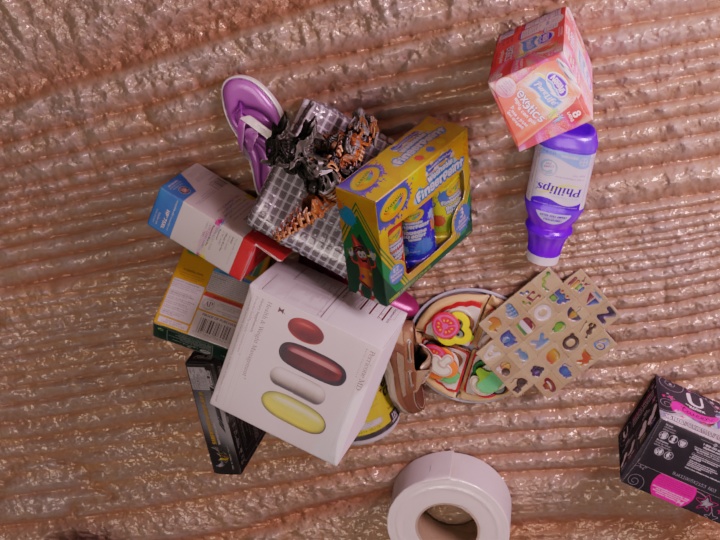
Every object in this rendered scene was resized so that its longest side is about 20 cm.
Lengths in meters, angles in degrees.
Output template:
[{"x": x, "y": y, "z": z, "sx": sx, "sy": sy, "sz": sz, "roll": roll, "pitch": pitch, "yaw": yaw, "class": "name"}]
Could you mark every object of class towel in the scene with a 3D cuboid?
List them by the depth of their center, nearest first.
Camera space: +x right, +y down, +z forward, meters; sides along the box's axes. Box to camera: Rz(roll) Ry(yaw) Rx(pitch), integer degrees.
[{"x": -0.044, "y": -0.115, "z": 1.593, "sx": 0.164, "sy": 0.086, "sz": 0.202, "roll": 27, "pitch": 90, "yaw": -6, "class": "towel"}]

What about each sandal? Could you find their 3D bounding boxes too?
[{"x": -0.137, "y": -0.176, "z": 1.642, "sx": 0.081, "sy": 0.050, "sz": 0.205, "roll": -13, "pitch": 116, "yaw": 17, "class": "sandal"}]

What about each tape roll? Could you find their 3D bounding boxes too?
[{"x": 0.143, "y": 0.392, "z": 1.890, "sx": 0.199, "sy": 0.071, "sz": 0.205, "roll": 5, "pitch": 119, "yaw": 9, "class": "tape roll"}]

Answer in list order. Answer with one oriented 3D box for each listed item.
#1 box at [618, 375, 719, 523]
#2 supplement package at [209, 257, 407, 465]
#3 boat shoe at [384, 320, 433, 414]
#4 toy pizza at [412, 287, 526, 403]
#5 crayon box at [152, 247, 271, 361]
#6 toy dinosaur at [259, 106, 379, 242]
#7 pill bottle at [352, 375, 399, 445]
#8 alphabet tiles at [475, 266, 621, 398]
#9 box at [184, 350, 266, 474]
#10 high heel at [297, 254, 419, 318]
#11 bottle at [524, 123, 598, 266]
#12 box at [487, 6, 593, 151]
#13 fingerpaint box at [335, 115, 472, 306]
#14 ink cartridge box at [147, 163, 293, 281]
[{"x": 0.496, "y": 0.266, "z": 1.728, "sx": 0.197, "sy": 0.115, "sz": 0.133, "roll": 23, "pitch": 119, "yaw": -4, "class": "box"}, {"x": -0.070, "y": 0.122, "z": 1.621, "sx": 0.198, "sy": 0.147, "sz": 0.194, "roll": 24, "pitch": 112, "yaw": 8, "class": "supplement package"}, {"x": 0.072, "y": 0.144, "z": 1.736, "sx": 0.071, "sy": 0.077, "sz": 0.201, "roll": -8, "pitch": 139, "yaw": 14, "class": "boat shoe"}, {"x": 0.166, "y": 0.119, "z": 1.757, "sx": 0.197, "sy": 0.032, "sz": 0.203, "roll": 5, "pitch": 119, "yaw": 8, "class": "toy pizza"}, {"x": -0.207, "y": 0.020, "z": 1.707, "sx": 0.124, "sy": 0.202, "sz": 0.052, "roll": 19, "pitch": 152, "yaw": 0, "class": "crayon box"}, {"x": -0.049, "y": -0.128, "z": 1.502, "sx": 0.101, "sy": 0.202, "sz": 0.136, "roll": -14, "pitch": 135, "yaw": 42, "class": "toy dinosaur"}, {"x": -0.015, "y": 0.151, "z": 1.763, "sx": 0.110, "sy": 0.112, "sz": 0.202, "roll": -9, "pitch": 117, "yaw": 15, "class": "pill bottle"}, {"x": 0.273, "y": 0.093, "z": 1.715, "sx": 0.199, "sy": 0.006, "sz": 0.166, "roll": -40, "pitch": 108, "yaw": 16, "class": "alphabet tiles"}, {"x": -0.192, "y": 0.181, "z": 1.785, "sx": 0.048, "sy": 0.159, "sz": 0.203, "roll": 0, "pitch": 120, "yaw": 19, "class": "box"}, {"x": 0.000, "y": 0.000, "z": 1.700, "sx": 0.197, "sy": 0.068, "sz": 0.097, "roll": 20, "pitch": 131, "yaw": 3, "class": "high heel"}, {"x": 0.265, "y": -0.104, "z": 1.596, "sx": 0.082, "sy": 0.066, "sz": 0.203, "roll": 12, "pitch": 120, "yaw": 6, "class": "bottle"}, {"x": 0.226, "y": -0.240, "z": 1.451, "sx": 0.101, "sy": 0.201, "sz": 0.095, "roll": -22, "pitch": 111, "yaw": 20, "class": "box"}, {"x": 0.064, "y": -0.080, "z": 1.554, "sx": 0.073, "sy": 0.199, "sz": 0.169, "roll": 22, "pitch": 135, "yaw": 34, "class": "fingerpaint box"}, {"x": -0.184, "y": -0.060, "z": 1.658, "sx": 0.198, "sy": 0.116, "sz": 0.068, "roll": 31, "pitch": 120, "yaw": 7, "class": "ink cartridge box"}]
